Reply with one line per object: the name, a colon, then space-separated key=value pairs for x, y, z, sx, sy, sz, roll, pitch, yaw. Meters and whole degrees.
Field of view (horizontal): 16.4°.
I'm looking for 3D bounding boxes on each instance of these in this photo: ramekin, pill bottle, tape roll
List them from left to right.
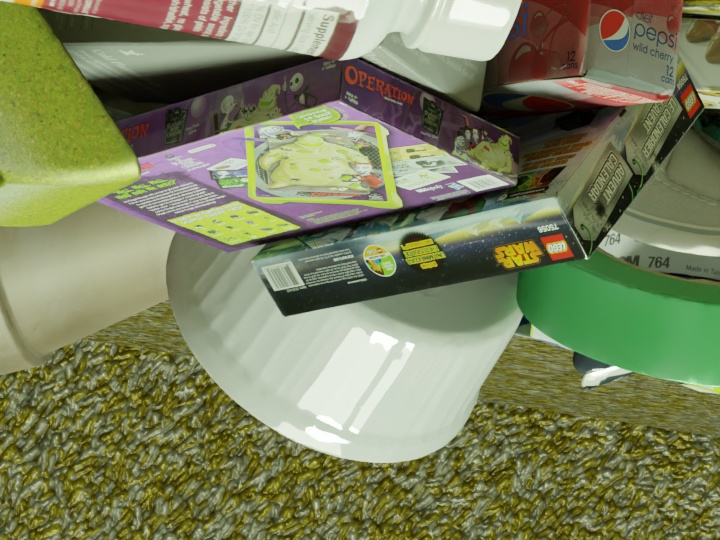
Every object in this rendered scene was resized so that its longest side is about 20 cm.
pill bottle: x=-0.039 y=-0.142 z=0.943 sx=0.199 sy=0.115 sz=0.114 roll=9 pitch=172 yaw=-11
ramekin: x=0.000 y=0.000 z=1.414 sx=0.200 sy=0.201 sz=0.098 roll=12 pitch=134 yaw=-28
tape roll: x=0.186 y=0.005 z=1.359 sx=0.199 sy=0.048 sz=0.201 roll=6 pitch=-161 yaw=-2

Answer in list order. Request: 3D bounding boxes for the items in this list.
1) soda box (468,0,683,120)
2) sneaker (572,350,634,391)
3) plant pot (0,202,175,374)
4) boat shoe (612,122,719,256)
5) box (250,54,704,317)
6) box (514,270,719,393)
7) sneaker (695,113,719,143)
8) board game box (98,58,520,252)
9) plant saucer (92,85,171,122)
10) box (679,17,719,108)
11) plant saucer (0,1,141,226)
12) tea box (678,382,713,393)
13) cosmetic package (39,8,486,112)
soda box: x=0.064 y=-0.113 z=1.215 sx=0.063 sy=0.070 sz=0.200 roll=12 pitch=172 yaw=-39
sneaker: x=0.198 y=0.045 z=1.563 sx=0.199 sy=0.130 sz=0.079 roll=42 pitch=-157 yaw=18
plant pot: x=-0.175 y=-0.044 z=1.598 sx=0.173 sy=0.201 sz=0.200 roll=-10 pitch=170 yaw=7
boat shoe: x=0.140 y=-0.072 z=1.341 sx=0.199 sy=0.069 sz=0.072 roll=27 pitch=-137 yaw=18
box: x=0.057 y=-0.042 z=1.246 sx=0.199 sy=0.137 sz=0.040 roll=-11 pitch=118 yaw=42
box: x=0.194 y=0.025 z=1.449 sx=0.199 sy=0.048 sz=0.122 roll=16 pitch=-157 yaw=29
sneaker: x=0.173 y=-0.071 z=1.479 sx=0.199 sy=0.078 sz=0.080 roll=4 pitch=161 yaw=-32
board game box: x=-0.037 y=-0.052 z=1.181 sx=0.199 sy=0.032 sz=0.120 roll=-12 pitch=160 yaw=43
plant saucer: x=-0.088 y=-0.083 z=1.325 sx=0.199 sy=0.050 sz=0.200 roll=11 pitch=-159 yaw=-4
box: x=0.165 y=-0.107 z=1.281 sx=0.199 sy=0.039 sz=0.041 roll=6 pitch=170 yaw=12
plant saucer: x=-0.194 y=-0.102 z=1.139 sx=0.048 sy=0.200 sz=0.200 roll=-36 pitch=-173 yaw=-19
tea box: x=0.291 y=0.013 z=1.672 sx=0.199 sy=0.134 sz=0.197 roll=3 pitch=170 yaw=30
cosmetic package: x=-0.045 y=-0.127 z=1.163 sx=0.199 sy=0.091 sz=0.107 roll=6 pitch=170 yaw=32
